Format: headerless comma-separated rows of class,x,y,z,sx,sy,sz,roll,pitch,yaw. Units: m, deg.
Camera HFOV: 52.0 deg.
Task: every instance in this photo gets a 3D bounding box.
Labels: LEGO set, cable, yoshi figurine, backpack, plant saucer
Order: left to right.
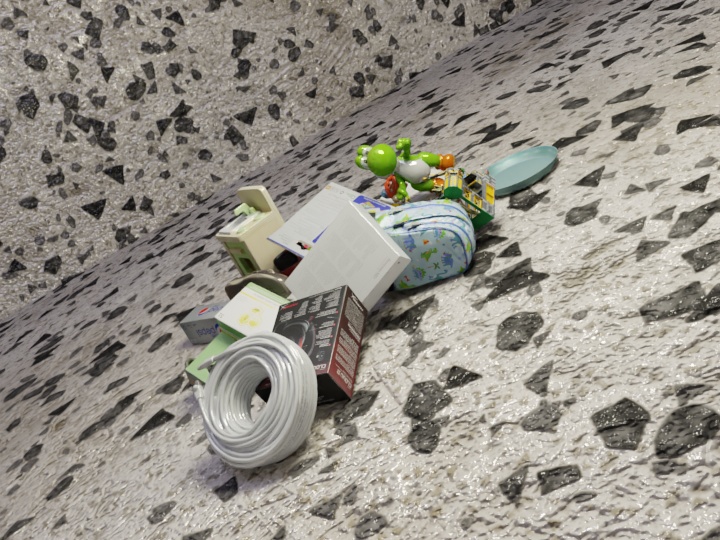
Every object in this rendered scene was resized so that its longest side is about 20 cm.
cable,-0.154,0.194,1.104,0.198,0.069,0.203,-32,55,21
yoshi figurine,0.088,-0.206,1.477,0.112,0.196,0.114,118,160,-57
backpack,0.115,-0.049,1.364,0.196,0.166,0.154,-17,26,-4
LEGO set,0.173,-0.142,1.445,0.200,0.152,0.117,-45,29,49
plant saucer,0.344,-0.216,1.632,0.197,0.028,0.201,-24,20,9

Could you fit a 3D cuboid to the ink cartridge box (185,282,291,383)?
ink cartridge box,-0.214,0.123,1.344,0.144,0.048,0.200,22,55,35

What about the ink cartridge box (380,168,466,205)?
ink cartridge box,0.151,-0.151,1.644,0.145,0.085,0.200,-32,20,-11

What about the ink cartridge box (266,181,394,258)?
ink cartridge box,-0.056,-0.082,1.487,0.196,0.047,0.200,26,62,38

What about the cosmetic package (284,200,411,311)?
cosmetic package,-0.026,0.003,1.314,0.201,0.151,0.051,-50,-30,16

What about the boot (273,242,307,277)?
boot,-0.078,-0.017,1.536,0.197,0.146,0.073,-21,18,14

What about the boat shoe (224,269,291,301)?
boat shoe,-0.198,0.026,1.493,0.198,0.075,0.073,-4,29,46

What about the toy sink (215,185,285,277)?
toy sink,-0.229,-0.066,1.601,0.112,0.202,0.129,-38,24,-27

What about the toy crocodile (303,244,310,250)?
toy crocodile,-0.085,-0.062,1.777,0.197,0.062,0.068,-25,20,8

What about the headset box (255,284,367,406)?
headset box,-0.079,0.137,1.200,0.147,0.075,0.202,-18,40,28

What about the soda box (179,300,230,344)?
soda box,-0.313,0.114,1.647,0.198,0.064,0.068,-11,27,41

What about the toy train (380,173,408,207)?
toy train,0.063,-0.108,1.569,0.151,0.055,0.202,-113,42,-56

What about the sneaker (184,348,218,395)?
sneaker,-0.249,0.182,1.374,0.197,0.080,0.074,-17,21,26

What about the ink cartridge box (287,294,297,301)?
ink cartridge box,-0.167,0.103,1.471,0.197,0.067,0.116,-20,21,21
